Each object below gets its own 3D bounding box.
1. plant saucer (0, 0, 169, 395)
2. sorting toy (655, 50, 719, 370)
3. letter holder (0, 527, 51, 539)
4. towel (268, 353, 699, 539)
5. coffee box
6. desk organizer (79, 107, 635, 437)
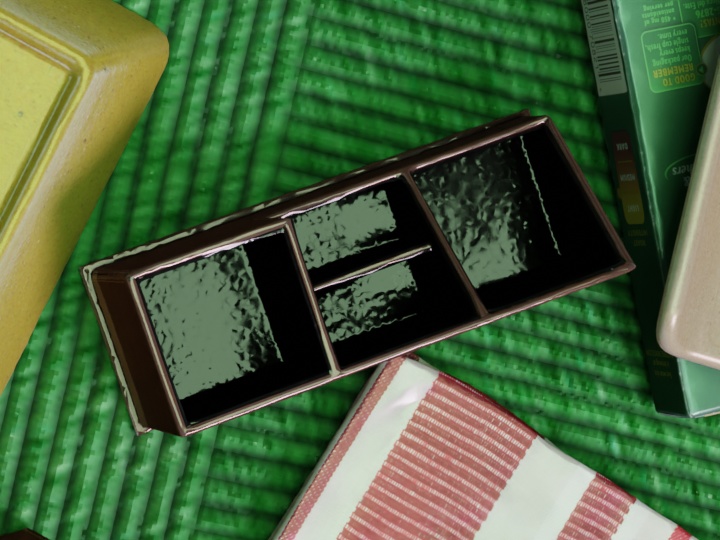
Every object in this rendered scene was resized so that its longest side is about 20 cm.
[{"bbox_3d":[-0.194,-0.049,1.114,0.199,0.048,0.201,28,82,-14],"label":"plant saucer"},{"bbox_3d":[0.218,-0.034,1.198,0.199,0.036,0.186,16,84,-23],"label":"sorting toy"},{"bbox_3d":[-0.158,0.164,1.046,0.141,0.200,0.101,-12,94,-15],"label":"letter holder"},{"bbox_3d":[0.056,0.141,1.202,0.200,0.023,0.144,33,84,-12],"label":"towel"},{"bbox_3d":[0.164,-0.047,1.218,0.122,0.044,0.201,-13,94,-18],"label":"coffee box"},{"bbox_3d":[0.000,0.000,1.154,0.199,0.077,0.072,-20,96,-15],"label":"desk organizer"}]
